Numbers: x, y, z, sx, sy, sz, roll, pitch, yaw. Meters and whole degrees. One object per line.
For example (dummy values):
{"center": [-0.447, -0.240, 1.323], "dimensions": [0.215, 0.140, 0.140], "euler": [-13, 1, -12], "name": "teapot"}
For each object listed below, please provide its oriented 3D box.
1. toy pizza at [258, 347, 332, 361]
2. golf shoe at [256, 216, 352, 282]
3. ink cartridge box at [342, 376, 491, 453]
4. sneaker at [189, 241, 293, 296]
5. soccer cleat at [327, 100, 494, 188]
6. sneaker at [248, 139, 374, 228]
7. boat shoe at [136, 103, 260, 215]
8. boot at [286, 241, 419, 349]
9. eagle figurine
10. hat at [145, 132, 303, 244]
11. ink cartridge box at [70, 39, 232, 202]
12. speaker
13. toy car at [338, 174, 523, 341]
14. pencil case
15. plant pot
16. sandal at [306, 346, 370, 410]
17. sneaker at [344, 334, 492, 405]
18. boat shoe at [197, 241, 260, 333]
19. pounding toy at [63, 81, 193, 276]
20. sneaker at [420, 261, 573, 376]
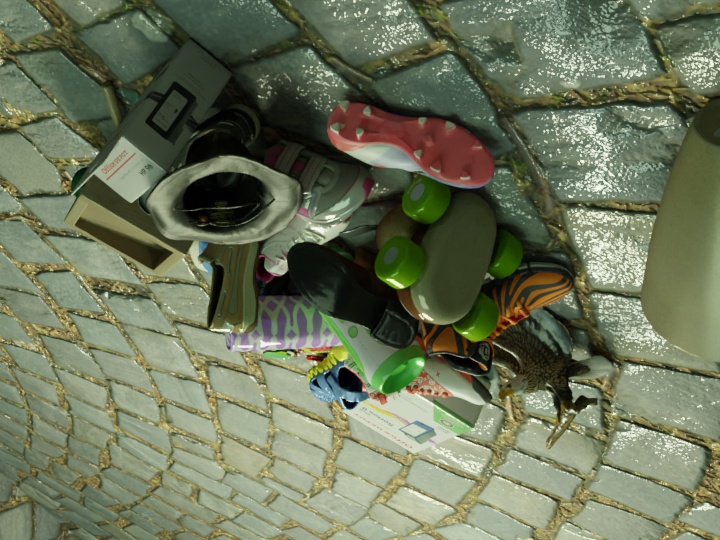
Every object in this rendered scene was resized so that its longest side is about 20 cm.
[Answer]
{"center": [-0.094, 0.111, 1.699], "dimensions": [0.197, 0.032, 0.200], "euler": [6, 165, 2], "name": "toy pizza"}
{"center": [-0.078, -0.038, 1.453], "dimensions": [0.075, 0.092, 0.199], "euler": [27, 153, -26], "name": "golf shoe"}
{"center": [0.081, 0.192, 1.703], "dimensions": [0.145, 0.088, 0.200], "euler": [33, 152, -12], "name": "ink cartridge box"}
{"center": [-0.161, 0.001, 1.600], "dimensions": [0.110, 0.077, 0.201], "euler": [15, 151, 28], "name": "sneaker"}
{"center": [0.056, -0.135, 1.238], "dimensions": [0.198, 0.067, 0.077], "euler": [18, 168, 14], "name": "soccer cleat"}
{"center": [-0.076, -0.109, 1.356], "dimensions": [0.198, 0.082, 0.088], "euler": [3, 145, 35], "name": "sneaker"}
{"center": [-0.209, -0.128, 1.369], "dimensions": [0.199, 0.068, 0.072], "euler": [-33, 112, 27], "name": "boat shoe"}
{"center": [0.000, 0.000, 1.404], "dimensions": [0.187, 0.200, 0.069], "euler": [28, 110, -6], "name": "boot"}
{"center": [0.216, 0.119, 1.471], "dimensions": [0.152, 0.150, 0.200], "euler": [-47, 70, 21], "name": "eagle figurine"}
{"center": [-0.156, -0.105, 1.291], "dimensions": [0.198, 0.082, 0.201], "euler": [-6, 155, -3], "name": "hat"}
{"center": [-0.240, -0.156, 1.289], "dimensions": [0.068, 0.201, 0.116], "euler": [38, 149, -17], "name": "ink cartridge box"}
{"center": [0.001, 0.064, 1.477], "dimensions": [0.201, 0.088, 0.089], "euler": [52, 162, 27], "name": "speaker"}
{"center": [0.061, -0.018, 1.340], "dimensions": [0.164, 0.159, 0.199], "euler": [33, 163, -33], "name": "toy car"}
{"center": [-0.098, 0.067, 1.560], "dimensions": [0.197, 0.087, 0.084], "euler": [-1, 165, -15], "name": "pencil case"}
{"center": [0.353, -0.051, 1.031], "dimensions": [0.185, 0.188, 0.202], "euler": [11, 133, 26], "name": "plant pot"}
{"center": [-0.028, 0.171, 1.688], "dimensions": [0.079, 0.088, 0.200], "euler": [-12, 163, -17], "name": "sandal"}
{"center": [0.074, 0.151, 1.534], "dimensions": [0.200, 0.108, 0.067], "euler": [36, 176, 5], "name": "sneaker"}
{"center": [-0.175, -0.019, 1.462], "dimensions": [0.075, 0.203, 0.071], "euler": [1, 172, -28], "name": "boat shoe"}
{"center": [-0.303, -0.116, 1.503], "dimensions": [0.199, 0.143, 0.184], "euler": [31, 159, -15], "name": "pounding toy"}
{"center": [0.168, 0.066, 1.361], "dimensions": [0.198, 0.113, 0.078], "euler": [-19, 138, 24], "name": "sneaker"}
